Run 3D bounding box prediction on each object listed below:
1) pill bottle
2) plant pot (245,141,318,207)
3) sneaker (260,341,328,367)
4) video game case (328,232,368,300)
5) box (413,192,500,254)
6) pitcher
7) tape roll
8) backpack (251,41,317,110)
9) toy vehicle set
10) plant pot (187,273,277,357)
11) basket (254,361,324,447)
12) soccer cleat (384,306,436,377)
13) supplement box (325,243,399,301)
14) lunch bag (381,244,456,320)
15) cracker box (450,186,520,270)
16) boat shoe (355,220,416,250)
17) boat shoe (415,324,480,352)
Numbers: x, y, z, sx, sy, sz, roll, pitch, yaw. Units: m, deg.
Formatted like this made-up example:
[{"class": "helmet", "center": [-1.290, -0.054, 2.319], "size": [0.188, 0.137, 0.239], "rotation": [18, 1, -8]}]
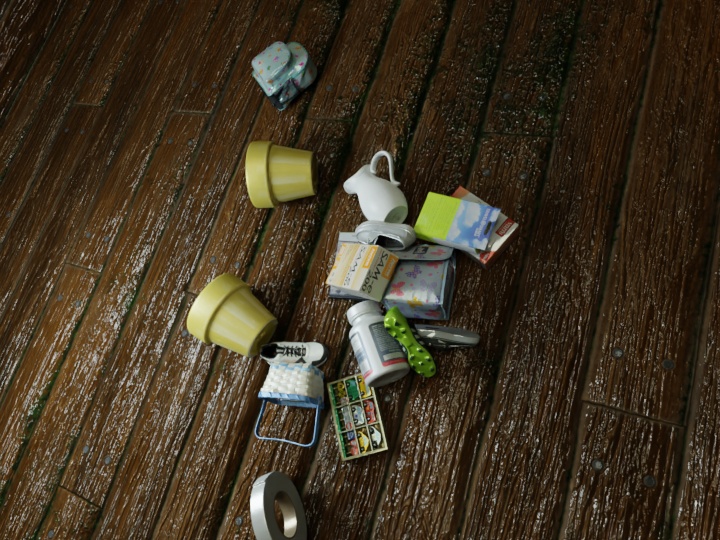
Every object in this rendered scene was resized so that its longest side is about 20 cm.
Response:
[{"class": "pill bottle", "center": [0.039, 0.184, 1.302], "size": [0.119, 0.120, 0.201], "rotation": [-26, 64, 10]}, {"class": "plant pot", "center": [-0.231, -0.295, 1.552], "size": [0.188, 0.201, 0.202], "rotation": [-1, 70, 6]}, {"class": "sneaker", "center": [-0.185, 0.230, 1.395], "size": [0.199, 0.080, 0.074], "rotation": [-8, 67, 17]}, {"class": "video game case", "center": [0.009, -0.013, 1.439], "size": [0.180, 0.026, 0.201], "rotation": [2, 72, 22]}, {"class": "box", "center": [0.249, -0.121, 1.308], "size": [0.199, 0.048, 0.122], "rotation": [18, 79, 28]}, {"class": "pitcher", "center": [0.061, -0.229, 1.437], "size": [0.172, 0.121, 0.200], "rotation": [-52, 53, 22]}, {"class": "tape roll", "center": [-0.190, 0.580, 1.198], "size": [0.037, 0.203, 0.203], "rotation": [-25, 64, 11]}, {"class": "backpack", "center": [-0.255, -0.677, 1.719], "size": [0.200, 0.153, 0.176], "rotation": [-33, 57, -1]}, {"class": "toy vehicle set", "center": [-0.007, 0.371, 1.302], "size": [0.124, 0.027, 0.201], "rotation": [-21, 65, 13]}, {"class": "plant pot", "center": [-0.346, 0.140, 1.430], "size": [0.189, 0.201, 0.201], "rotation": [31, 84, 11]}, {"class": "basket", "center": [-0.175, 0.343, 1.313], "size": [0.176, 0.139, 0.201], "rotation": [2, 64, 23]}, {"class": "soccer cleat", "center": [0.128, 0.173, 1.244], "size": [0.067, 0.200, 0.081], "rotation": [-27, 18, 26]}, {"class": "supplement box", "center": [0.000, 0.000, 1.325], "size": [0.200, 0.073, 0.126], "rotation": [8, 72, 61]}, {"class": "lunch bag", "center": [0.154, 0.015, 1.318], "size": [0.169, 0.127, 0.201], "rotation": [4, 58, 22]}, {"class": "cracker box", "center": [0.300, -0.114, 1.345], "size": [0.200, 0.058, 0.134], "rotation": [41, 89, 28]}, {"class": "boat shoe", "center": [0.055, -0.085, 1.368], "size": [0.200, 0.072, 0.069], "rotation": [12, 43, 36]}, {"class": "boat shoe", "center": [0.200, 0.174, 1.280], "size": [0.199, 0.069, 0.057], "rotation": [5, 100, 22]}]
